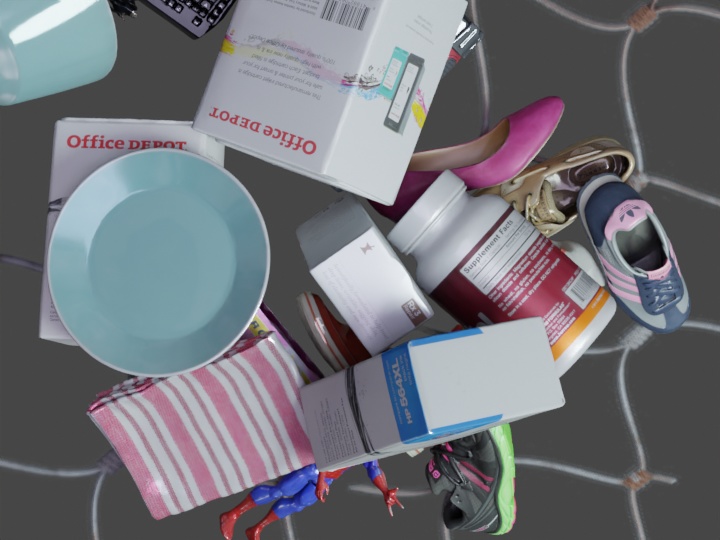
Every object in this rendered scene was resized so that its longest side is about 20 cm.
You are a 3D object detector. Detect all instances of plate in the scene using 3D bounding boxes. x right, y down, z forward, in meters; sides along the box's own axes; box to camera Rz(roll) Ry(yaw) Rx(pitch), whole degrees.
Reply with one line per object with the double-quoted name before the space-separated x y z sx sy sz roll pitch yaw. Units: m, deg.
"plate" -0.175 -0.006 1.560 0.200 0.026 0.201 -1 83 8

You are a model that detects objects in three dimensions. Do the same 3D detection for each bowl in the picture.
"bowl" -0.317 -0.222 1.549 0.105 0.201 0.201 -44 103 -30

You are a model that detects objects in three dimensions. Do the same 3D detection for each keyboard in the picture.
"keyboard" -0.211 -0.284 1.641 0.200 0.040 0.104 35 95 -9

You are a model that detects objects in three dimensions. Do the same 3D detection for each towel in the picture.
"towel" -0.135 0.147 1.651 0.200 0.030 0.147 -20 116 16

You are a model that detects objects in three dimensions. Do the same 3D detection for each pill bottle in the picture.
"pill bottle" 0.125 0.005 1.631 0.200 0.113 0.113 42 94 1

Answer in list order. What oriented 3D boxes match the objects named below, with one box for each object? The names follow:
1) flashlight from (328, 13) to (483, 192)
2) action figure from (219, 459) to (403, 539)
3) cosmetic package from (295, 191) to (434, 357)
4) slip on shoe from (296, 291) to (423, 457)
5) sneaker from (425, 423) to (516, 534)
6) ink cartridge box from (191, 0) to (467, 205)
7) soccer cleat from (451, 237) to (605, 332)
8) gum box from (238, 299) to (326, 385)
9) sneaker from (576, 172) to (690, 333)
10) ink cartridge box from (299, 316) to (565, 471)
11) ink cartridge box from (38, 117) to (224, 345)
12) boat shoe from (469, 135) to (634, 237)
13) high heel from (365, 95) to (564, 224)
"flashlight" 0.024 -0.171 1.674 0.200 0.068 0.068 -44 111 8
"action figure" -0.039 0.215 1.696 0.200 0.099 0.065 -42 130 16
"cosmetic package" 0.000 0.000 1.631 0.074 0.200 0.102 -35 102 3
"slip on shoe" 0.009 0.091 1.717 0.061 0.074 0.200 -42 107 -2
"sneaker" 0.103 0.181 1.711 0.084 0.077 0.200 -8 124 -2
"ink cartridge box" -0.026 -0.182 1.584 0.147 0.146 0.200 21 91 27
"soccer cleat" 0.153 0.057 1.726 0.200 0.069 0.078 -46 120 7
"gum box" -0.116 0.094 1.705 0.113 0.066 0.200 -38 101 4
"sneaker" 0.269 0.001 1.690 0.070 0.082 0.200 -38 126 -1
"ink cartridge box" 0.058 0.110 1.569 0.146 0.200 0.084 -10 81 -33
"ink cartridge box" -0.205 -0.032 1.624 0.144 0.084 0.200 2 84 10
"boat shoe" 0.167 -0.066 1.703 0.200 0.065 0.071 -33 102 1
"high heel" 0.094 -0.117 1.688 0.200 0.067 0.096 -38 111 15
